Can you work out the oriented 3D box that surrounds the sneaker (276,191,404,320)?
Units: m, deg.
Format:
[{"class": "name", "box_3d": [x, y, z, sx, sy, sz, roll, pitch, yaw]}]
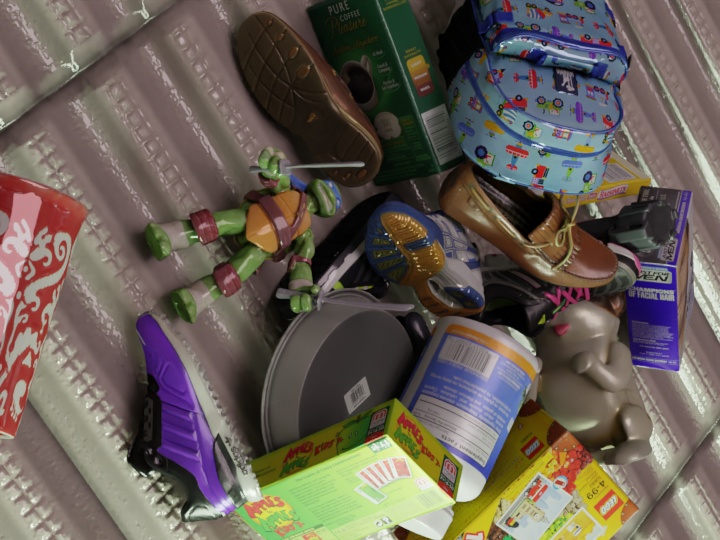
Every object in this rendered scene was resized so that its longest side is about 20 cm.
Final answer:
[{"class": "sneaker", "box_3d": [0.000, 0.000, 1.688, 0.200, 0.072, 0.083, -45, 113, -35]}]

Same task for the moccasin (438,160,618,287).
[{"class": "moccasin", "box_3d": [0.176, -0.048, 1.685, 0.201, 0.078, 0.074, 35, 53, -14]}]

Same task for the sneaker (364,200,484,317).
[{"class": "sneaker", "box_3d": [0.062, -0.028, 1.684, 0.200, 0.075, 0.088, 47, 40, -52]}]

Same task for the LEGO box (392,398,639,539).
[{"class": "LEGO box", "box_3d": [0.157, 0.254, 1.710, 0.200, 0.077, 0.149, -44, 123, -1]}]

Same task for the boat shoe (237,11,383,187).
[{"class": "boat shoe", "box_3d": [-0.050, -0.174, 1.685, 0.200, 0.072, 0.068, 51, 22, -12]}]

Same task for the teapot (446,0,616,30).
[{"class": "teapot", "box_3d": [0.175, -0.244, 1.832, 0.197, 0.146, 0.200, -2, 106, -15]}]

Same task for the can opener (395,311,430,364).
[{"class": "can opener", "box_3d": [0.075, 0.139, 1.735, 0.079, 0.063, 0.200, -14, 93, -40]}]

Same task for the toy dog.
[{"class": "toy dog", "box_3d": [0.251, 0.105, 1.843, 0.194, 0.139, 0.200, -15, 92, -50]}]

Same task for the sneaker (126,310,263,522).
[{"class": "sneaker", "box_3d": [-0.173, 0.137, 1.525, 0.099, 0.070, 0.200, -27, 83, -5]}]

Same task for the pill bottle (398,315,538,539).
[{"class": "pill bottle", "box_3d": [0.085, 0.155, 1.650, 0.112, 0.112, 0.200, 35, 73, -31]}]

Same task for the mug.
[{"class": "mug", "box_3d": [-0.332, 0.026, 1.397, 0.133, 0.177, 0.200, 47, 53, -69]}]

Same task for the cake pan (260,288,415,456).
[{"class": "cake pan", "box_3d": [-0.015, 0.118, 1.638, 0.200, 0.037, 0.201, -17, 114, -46]}]

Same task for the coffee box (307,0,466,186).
[{"class": "coffee box", "box_3d": [0.027, -0.189, 1.705, 0.044, 0.123, 0.200, -27, 100, -31]}]

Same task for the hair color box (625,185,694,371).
[{"class": "hair color box", "box_3d": [0.337, 0.011, 1.901, 0.200, 0.065, 0.109, 73, 29, -50]}]

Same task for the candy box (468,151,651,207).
[{"class": "candy box", "box_3d": [0.222, -0.107, 1.877, 0.200, 0.102, 0.026, -11, 127, -40]}]

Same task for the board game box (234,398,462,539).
[{"class": "board game box", "box_3d": [-0.016, 0.197, 1.559, 0.102, 0.200, 0.048, 46, 36, -25]}]

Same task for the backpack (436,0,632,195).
[{"class": "backpack", "box_3d": [0.175, -0.176, 1.654, 0.182, 0.135, 0.200, 13, 44, -18]}]

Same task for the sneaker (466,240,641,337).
[{"class": "sneaker", "box_3d": [0.194, 0.026, 1.764, 0.074, 0.200, 0.088, 73, 13, -50]}]

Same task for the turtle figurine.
[{"class": "turtle figurine", "box_3d": [-0.085, -0.031, 1.558, 0.194, 0.200, 0.144, -26, 134, -17]}]

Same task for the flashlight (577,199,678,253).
[{"class": "flashlight", "box_3d": [0.252, -0.041, 1.821, 0.068, 0.200, 0.068, 27, 66, -35]}]
